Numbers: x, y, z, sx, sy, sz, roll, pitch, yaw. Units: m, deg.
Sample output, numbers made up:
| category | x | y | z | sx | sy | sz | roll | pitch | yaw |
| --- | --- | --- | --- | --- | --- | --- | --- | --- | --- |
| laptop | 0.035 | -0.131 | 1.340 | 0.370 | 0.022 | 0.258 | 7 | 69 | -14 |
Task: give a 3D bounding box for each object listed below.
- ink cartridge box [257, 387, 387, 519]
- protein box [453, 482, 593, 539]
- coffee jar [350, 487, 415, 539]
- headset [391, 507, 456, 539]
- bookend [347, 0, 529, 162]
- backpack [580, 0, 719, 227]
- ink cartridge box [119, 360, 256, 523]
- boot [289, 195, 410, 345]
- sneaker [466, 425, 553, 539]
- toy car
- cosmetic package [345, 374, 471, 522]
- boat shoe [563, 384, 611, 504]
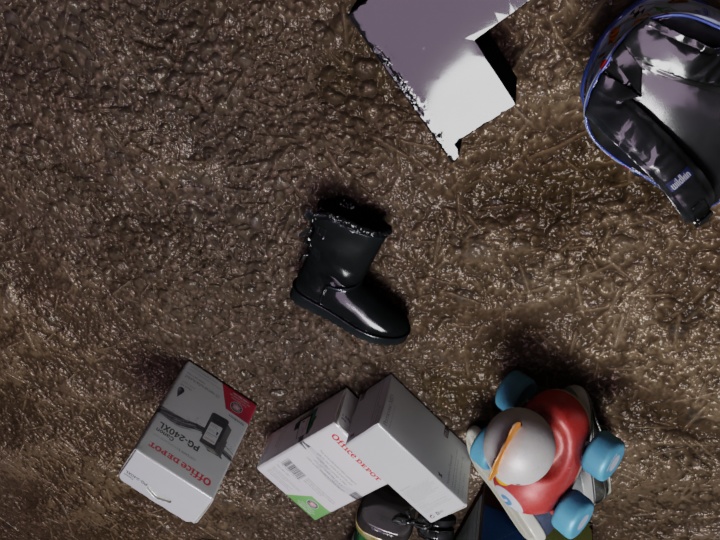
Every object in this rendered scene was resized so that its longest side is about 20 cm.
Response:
| category | x | y | z | sx | sy | sz | roll | pitch | yaw |
| --- | --- | --- | --- | --- | --- | --- | --- | --- | --- |
| ink cartridge box | -0.049 | 0.302 | 1.250 | 0.198 | 0.085 | 0.146 | -34 | 109 | 32 |
| protein box | 0.253 | 0.496 | 1.261 | 0.194 | 0.136 | 0.203 | 20 | 127 | 1 |
| coffee jar | 0.031 | 0.471 | 1.340 | 0.102 | 0.086 | 0.204 | 18 | 127 | 6 |
| headset | 0.107 | 0.447 | 1.260 | 0.091 | 0.126 | 0.202 | 5 | 146 | 15 |
| bookend | 0.124 | -0.261 | 0.815 | 0.198 | 0.093 | 0.200 | -30 | 113 | 29 |
| backpack | 0.322 | -0.183 | 0.775 | 0.187 | 0.155 | 0.202 | 24 | 121 | -11 |
| ink cartridge box | -0.270 | 0.270 | 1.221 | 0.144 | 0.202 | 0.084 | 34 | 126 | -9 |
| boot | 0.001 | 0.000 | 1.044 | 0.194 | 0.074 | 0.165 | 24 | 123 | 0 |
| sneaker | 0.242 | 0.315 | 1.191 | 0.203 | 0.084 | 0.075 | 57 | 162 | -1 |
| toy car | 0.212 | 0.246 | 1.012 | 0.183 | 0.198 | 0.181 | 34 | 107 | 36 |
| cosmetic package | 0.078 | 0.274 | 1.179 | 0.081 | 0.114 | 0.200 | -34 | 111 | 31 |
| boat shoe | 0.334 | 0.253 | 1.124 | 0.062 | 0.071 | 0.205 | -16 | 114 | -12 |
